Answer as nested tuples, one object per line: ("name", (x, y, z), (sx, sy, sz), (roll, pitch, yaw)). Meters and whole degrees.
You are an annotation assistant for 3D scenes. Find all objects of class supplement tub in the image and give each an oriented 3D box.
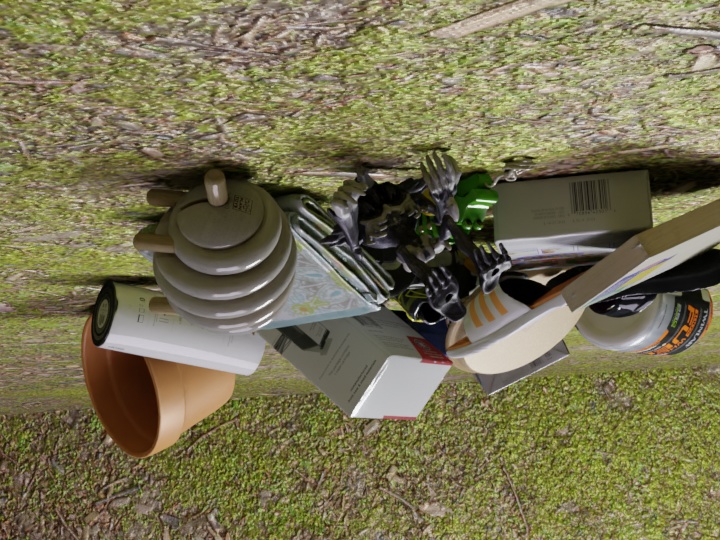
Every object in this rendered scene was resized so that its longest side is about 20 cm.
("supplement tub", (0.345, 0.040, 1.911), (0.122, 0.123, 0.200), (-10, 170, 33))

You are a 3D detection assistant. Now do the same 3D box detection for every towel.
("towel", (-0.090, -0.007, 1.515), (0.200, 0.048, 0.171), (-10, 144, 33))

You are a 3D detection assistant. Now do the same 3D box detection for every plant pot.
("plant pot", (-0.257, 0.130, 2.080), (0.140, 0.201, 0.200), (-17, 180, -34))

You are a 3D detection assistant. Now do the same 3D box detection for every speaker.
("speaker", (-0.215, 0.070, 1.895), (0.200, 0.081, 0.081), (13, 165, -27))

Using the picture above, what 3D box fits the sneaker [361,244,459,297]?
("sneaker", (0.000, 0.000, 1.660), (0.115, 0.076, 0.200), (-15, 168, 43))

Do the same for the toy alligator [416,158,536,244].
("toy alligator", (0.088, -0.053, 1.425), (0.059, 0.054, 0.200), (2, 169, -36))

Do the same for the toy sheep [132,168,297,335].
("toy sheep", (-0.120, -0.015, 1.362), (0.137, 0.138, 0.200), (-4, 147, 1))

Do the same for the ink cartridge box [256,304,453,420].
("ink cartridge box", (-0.022, 0.069, 1.703), (0.200, 0.083, 0.147), (40, -166, 29))

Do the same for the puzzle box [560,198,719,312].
("puzzle box", (0.294, -0.027, 1.472), (0.200, 0.025, 0.133), (-22, 168, -33))

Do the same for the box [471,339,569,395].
("box", (0.189, 0.094, 2.010), (0.116, 0.060, 0.200), (-26, -177, 2))

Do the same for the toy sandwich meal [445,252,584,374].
("toy sandwich meal", (0.171, 0.031, 1.735), (0.205, 0.070, 0.205), (-21, 143, -17))

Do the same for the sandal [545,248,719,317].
("sandal", (0.279, 0.020, 1.607), (0.200, 0.048, 0.075), (-6, -154, 34))

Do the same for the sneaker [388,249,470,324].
("sneaker", (0.059, 0.022, 1.796), (0.074, 0.085, 0.200), (2, 170, -26))

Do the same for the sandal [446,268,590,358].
("sandal", (0.167, 0.021, 1.589), (0.206, 0.059, 0.079), (-31, 180, 26))

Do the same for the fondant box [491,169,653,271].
("fondant box", (0.204, -0.044, 1.521), (0.144, 0.058, 0.200), (-5, 170, 8))

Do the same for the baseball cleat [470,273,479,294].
("baseball cleat", (0.113, 0.025, 1.954), (0.106, 0.070, 0.200), (19, 160, -25))

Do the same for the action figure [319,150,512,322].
("action figure", (0.037, -0.046, 1.309), (0.119, 0.102, 0.200), (-29, -138, -19))

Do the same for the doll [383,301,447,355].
("doll", (0.038, 0.069, 1.861), (0.199, 0.049, 0.137), (4, -148, -14))
